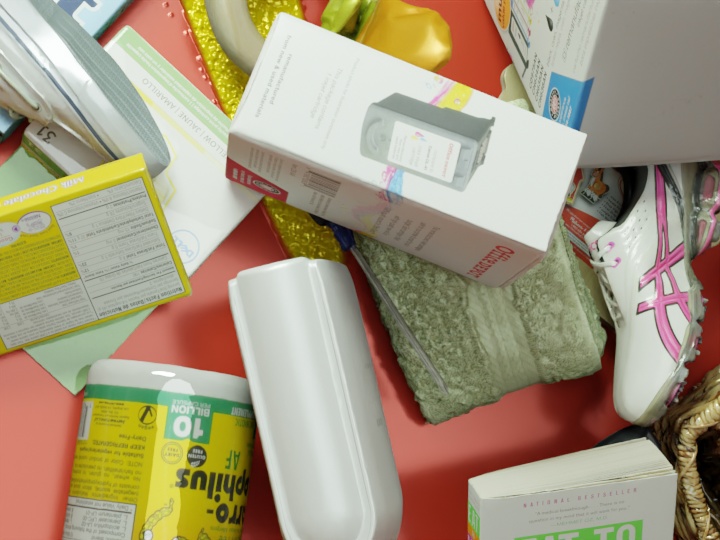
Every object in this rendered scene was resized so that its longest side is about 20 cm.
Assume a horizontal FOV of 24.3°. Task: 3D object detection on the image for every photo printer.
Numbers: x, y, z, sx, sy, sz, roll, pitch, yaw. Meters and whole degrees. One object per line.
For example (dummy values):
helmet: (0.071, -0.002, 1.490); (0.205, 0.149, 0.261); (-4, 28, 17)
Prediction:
photo printer: (-0.023, 0.095, 1.064); (0.069, 0.166, 0.200); (-13, 86, 6)

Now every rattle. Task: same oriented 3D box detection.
rattle: (-0.047, -0.206, 1.082); (0.130, 0.143, 0.200); (-30, 115, -5)

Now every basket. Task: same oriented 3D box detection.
basket: (0.301, 0.159, 1.142); (0.143, 0.149, 0.200); (-34, 93, -15)

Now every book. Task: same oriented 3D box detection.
book: (0.135, 0.218, 1.109); (0.133, 0.048, 0.200); (-8, 116, -14)

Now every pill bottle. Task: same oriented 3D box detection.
pill bottle: (-0.130, 0.163, 1.055); (0.113, 0.113, 0.200); (10, 81, -12)

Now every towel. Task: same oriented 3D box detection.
towel: (0.075, -0.005, 1.140); (0.148, 0.036, 0.200); (-19, 95, 1)

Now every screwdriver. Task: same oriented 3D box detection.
screwdriver: (0.000, 0.000, 1.109); (0.029, 0.028, 0.200); (-29, 78, 3)

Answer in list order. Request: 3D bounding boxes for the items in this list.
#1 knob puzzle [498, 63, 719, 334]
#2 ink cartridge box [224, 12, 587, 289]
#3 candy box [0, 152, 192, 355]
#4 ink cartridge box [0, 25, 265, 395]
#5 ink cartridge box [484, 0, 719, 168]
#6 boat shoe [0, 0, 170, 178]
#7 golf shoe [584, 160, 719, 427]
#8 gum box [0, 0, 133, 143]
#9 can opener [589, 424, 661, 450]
knob puzzle: (0.178, -0.081, 1.199); (0.219, 0.030, 0.220); (1, 84, -13)
ink cartridge box: (0.022, -0.070, 1.039); (0.200, 0.148, 0.086); (21, 80, -4)
candy box: (-0.215, 0.001, 1.048); (0.200, 0.026, 0.102); (-17, 128, -2)
ink cartridge box: (-0.170, -0.040, 1.103); (0.146, 0.048, 0.200); (43, 74, -6)
ink cartridge box: (0.181, -0.189, 1.108); (0.144, 0.147, 0.200); (-5, 46, -14)
boat shoe: (-0.204, -0.128, 1.054); (0.067, 0.074, 0.200); (-37, 97, 14)
golf shoe: (0.190, 0.007, 1.144); (0.092, 0.073, 0.200); (15, 71, -6)
gum box: (-0.235, -0.215, 1.107); (0.170, 0.045, 0.200); (41, 77, -7)
can opener: (0.123, 0.178, 1.146); (0.200, 0.063, 0.079); (-36, 120, -5)
